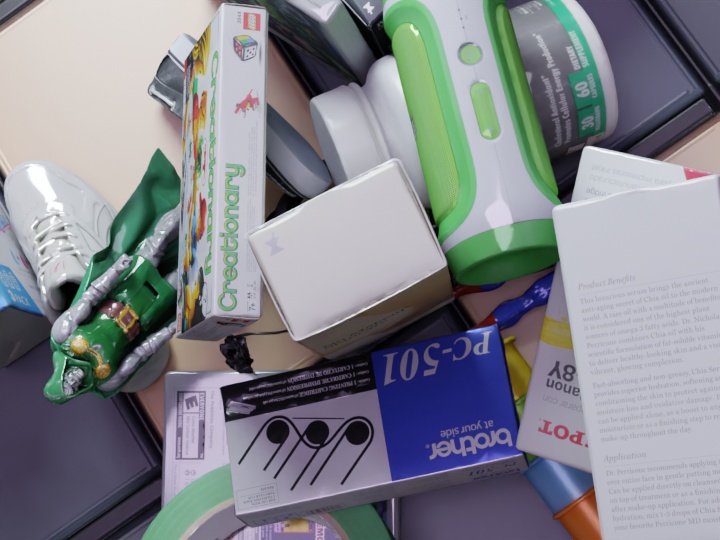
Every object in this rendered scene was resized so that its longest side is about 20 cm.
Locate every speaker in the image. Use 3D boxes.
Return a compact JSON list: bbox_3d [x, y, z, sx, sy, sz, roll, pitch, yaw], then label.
[{"bbox_3d":[0.071,-0.097,0.891,0.088,0.088,0.202,-15,75,7],"label":"speaker"}]

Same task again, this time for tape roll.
[{"bbox_3d":[-0.064,0.232,0.970,0.198,0.048,0.202,-6,63,11],"label":"tape roll"}]

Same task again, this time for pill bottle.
[{"bbox_3d":[0.072,-0.112,0.999,0.198,0.113,0.114,-22,78,-6],"label":"pill bottle"}]

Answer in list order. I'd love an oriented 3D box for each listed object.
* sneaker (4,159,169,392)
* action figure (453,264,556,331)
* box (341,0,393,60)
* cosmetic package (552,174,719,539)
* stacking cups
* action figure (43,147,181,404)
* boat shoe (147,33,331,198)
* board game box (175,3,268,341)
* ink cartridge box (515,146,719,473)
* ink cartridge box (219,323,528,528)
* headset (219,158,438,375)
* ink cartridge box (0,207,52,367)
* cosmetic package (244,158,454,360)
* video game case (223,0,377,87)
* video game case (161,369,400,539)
[{"bbox_3d":[-0.214,-0.005,1.056,0.078,0.099,0.201,-34,77,3],"label":"sneaker"},{"bbox_3d":[0.145,-0.003,1.022,0.199,0.052,0.066,-26,74,3],"label":"action figure"},{"bbox_3d":[0.064,-0.248,1.025,0.200,0.141,0.079,-45,77,0],"label":"box"},{"bbox_3d":[0.181,0.055,0.806,0.101,0.071,0.202,-10,84,29],"label":"cosmetic package"},{"bbox_3d":[0.145,0.142,0.990,0.060,0.061,0.201,-37,77,2],"label":"stacking cups"},{"bbox_3d":[-0.159,0.020,1.003,0.118,0.054,0.201,47,58,-19],"label":"action figure"},{"bbox_3d":[-0.098,-0.102,1.048,0.068,0.073,0.199,-50,58,8],"label":"boat shoe"},{"bbox_3d":[-0.093,-0.060,0.933,0.034,0.126,0.202,3,80,-18],"label":"board game box"},{"bbox_3d":[0.196,0.036,0.887,0.144,0.083,0.202,16,97,29],"label":"ink cartridge box"},{"bbox_3d":[0.008,0.107,0.958,0.198,0.044,0.095,-13,67,8],"label":"ink cartridge box"},{"bbox_3d":[-0.028,-0.004,1.027,0.123,0.094,0.200,41,80,13],"label":"headset"},{"bbox_3d":[-0.316,-0.031,1.070,0.068,0.115,0.201,-34,77,3],"label":"ink cartridge box"},{"bbox_3d":[0.000,0.000,0.885,0.104,0.200,0.072,-26,82,3],"label":"cosmetic package"},{"bbox_3d":[-0.070,-0.199,1.010,0.181,0.200,0.023,35,89,13],"label":"video game case"},{"bbox_3d":[-0.060,0.175,1.042,0.180,0.023,0.202,-1,80,10],"label":"video game case"}]
